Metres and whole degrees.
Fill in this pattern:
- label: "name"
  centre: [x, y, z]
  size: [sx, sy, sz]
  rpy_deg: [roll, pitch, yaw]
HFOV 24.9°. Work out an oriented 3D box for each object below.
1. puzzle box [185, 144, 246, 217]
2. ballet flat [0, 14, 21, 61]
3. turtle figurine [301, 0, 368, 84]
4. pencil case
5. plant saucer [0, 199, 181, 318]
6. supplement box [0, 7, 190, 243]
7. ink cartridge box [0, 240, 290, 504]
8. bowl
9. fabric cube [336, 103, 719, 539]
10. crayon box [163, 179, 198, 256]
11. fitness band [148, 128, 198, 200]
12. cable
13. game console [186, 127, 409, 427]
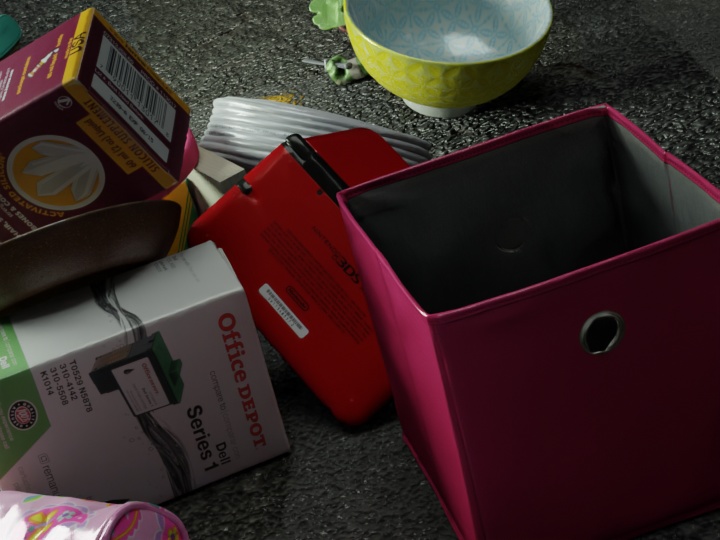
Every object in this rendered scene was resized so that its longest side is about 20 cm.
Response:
- label: "puzzle box"
  centre: [-0.136, -0.049, 1.377]
  size: [0.025, 0.133, 0.200]
  rpy_deg: [-30, 32, -22]
- label: "ballet flat"
  centre: [-0.479, -0.250, 2.000]
  size: [0.065, 0.071, 0.200]
  rpy_deg: [-32, 15, 29]
- label: "turtle figurine"
  centre: [-0.018, -0.279, 1.714]
  size: [0.200, 0.194, 0.144]
  rpy_deg: [38, 94, 20]
- label: "pencil case"
  centre: [-0.191, 0.181, 1.007]
  size: [0.200, 0.087, 0.087]
  rpy_deg: [-5, 28, 40]
- label: "plant saucer"
  centre: [-0.215, 0.006, 1.157]
  size: [0.200, 0.037, 0.200]
  rpy_deg: [-23, -7, -3]
- label: "supplement box"
  centre: [-0.233, -0.080, 1.141]
  size: [0.200, 0.110, 0.086]
  rpy_deg: [-26, 37, 24]
- label: "ink cartridge box"
  centre: [-0.164, 0.086, 1.129]
  size: [0.200, 0.146, 0.084]
  rpy_deg: [-21, 31, -12]
- label: "bowl"
  centre: [0.081, -0.215, 1.584]
  size: [0.200, 0.108, 0.200]
  rpy_deg: [2, 43, -2]
- label: "fabric cube"
  centre: [0.120, 0.042, 1.022]
  size: [0.196, 0.200, 0.200]
  rpy_deg: [-18, 28, -9]
- label: "crayon box"
  centre: [-0.223, 0.009, 1.328]
  size: [0.200, 0.119, 0.058]
  rpy_deg: [-27, 30, -22]
- label: "fitness band"
  centre: [-0.224, -0.072, 1.298]
  size: [0.200, 0.037, 0.144]
  rpy_deg: [-34, 34, -24]
- label: "cable"
  centre: [-0.038, -0.097, 1.390]
  size: [0.200, 0.069, 0.200]
  rpy_deg: [16, -2, -44]
- label: "game console"
  centre: [0.000, 0.000, 1.229]
  size: [0.172, 0.119, 0.200]
  rpy_deg: [-42, 75, -1]
